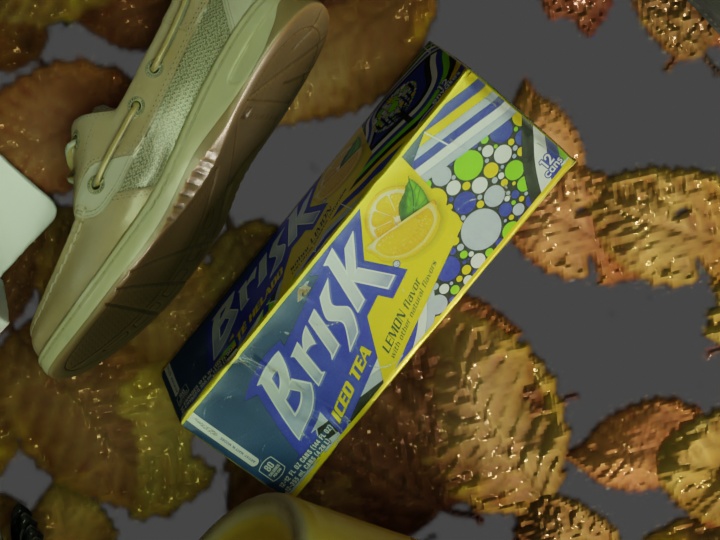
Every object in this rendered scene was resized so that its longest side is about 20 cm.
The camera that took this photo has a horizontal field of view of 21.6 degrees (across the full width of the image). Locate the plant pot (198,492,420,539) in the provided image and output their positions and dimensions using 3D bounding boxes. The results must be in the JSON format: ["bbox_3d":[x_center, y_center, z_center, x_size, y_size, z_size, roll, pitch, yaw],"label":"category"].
[{"bbox_3d":[0.008,0.197,0.833,0.189,0.201,0.201,35,97,-23],"label":"plant pot"}]

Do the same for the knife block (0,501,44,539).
[{"bbox_3d":[-0.188,0.197,0.843,0.175,0.064,0.201,26,100,-33],"label":"knife block"}]

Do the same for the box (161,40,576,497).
[{"bbox_3d":[0.000,0.000,0.846,0.070,0.064,0.200,37,95,-22],"label":"box"}]

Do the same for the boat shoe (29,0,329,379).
[{"bbox_3d":[-0.091,-0.046,0.814,0.065,0.072,0.201,36,103,15],"label":"boat shoe"}]

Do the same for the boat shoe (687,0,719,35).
[{"bbox_3d":[0.125,-0.171,0.826,0.063,0.074,0.201,-23,128,32],"label":"boat shoe"}]

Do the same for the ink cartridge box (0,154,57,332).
[{"bbox_3d":[-0.231,0.019,0.793,0.116,0.067,0.200,42,94,-21],"label":"ink cartridge box"}]
